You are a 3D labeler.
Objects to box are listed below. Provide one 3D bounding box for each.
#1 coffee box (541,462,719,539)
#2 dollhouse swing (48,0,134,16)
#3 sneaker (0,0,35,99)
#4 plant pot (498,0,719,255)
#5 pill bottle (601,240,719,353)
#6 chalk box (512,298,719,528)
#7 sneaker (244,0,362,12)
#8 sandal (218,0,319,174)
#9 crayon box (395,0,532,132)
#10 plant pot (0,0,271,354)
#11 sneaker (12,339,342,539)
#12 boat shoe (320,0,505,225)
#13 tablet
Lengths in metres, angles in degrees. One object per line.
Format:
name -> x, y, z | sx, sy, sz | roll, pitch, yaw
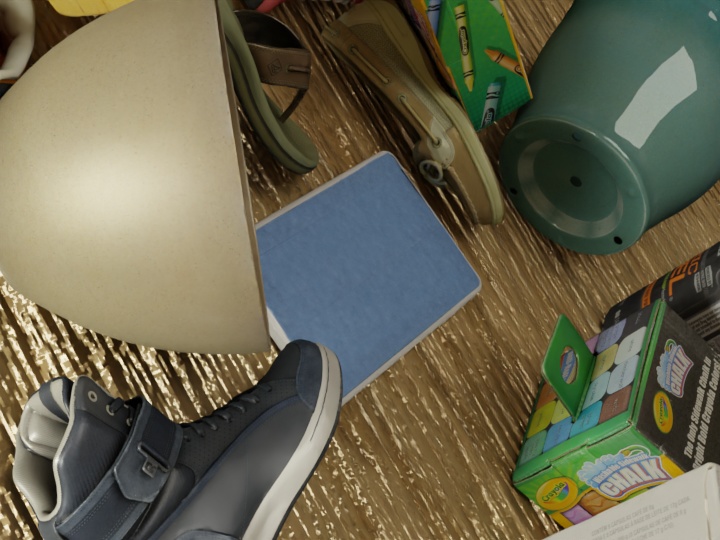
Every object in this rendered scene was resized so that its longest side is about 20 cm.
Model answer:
coffee box -> 0.209, 0.264, 0.680 | 0.196, 0.199, 0.202 | 23, 50, -28
dollhouse swing -> -0.229, -0.217, 0.683 | 0.183, 0.174, 0.201 | 61, 1, -37
sneaker -> -0.243, -0.090, 0.614 | 0.078, 0.079, 0.201 | 37, 47, -16
plant pot -> 0.214, -0.122, 0.950 | 0.200, 0.200, 0.188 | 47, 58, -5
pill bottle -> 0.292, 0.032, 0.899 | 0.105, 0.200, 0.107 | 21, 51, -29
chalk box -> 0.196, 0.118, 0.820 | 0.200, 0.124, 0.125 | 41, 45, -11
sneaker -> -0.018, -0.244, 0.906 | 0.087, 0.074, 0.201 | 46, 44, -9
sandal -> -0.062, -0.141, 0.748 | 0.080, 0.057, 0.202 | 63, -2, 45
crayon box -> 0.058, -0.216, 0.864 | 0.201, 0.058, 0.119 | 60, 2, -47
plant pot -> -0.128, -0.046, 0.626 | 0.132, 0.201, 0.203 | -9, 64, -3
sneaker -> -0.096, 0.081, 0.628 | 0.146, 0.077, 0.203 | 41, 45, -15
boat shoe -> 0.043, -0.116, 0.891 | 0.202, 0.063, 0.073 | 60, 0, 2
tablet -> 0.000, 0.000, 0.808 | 0.131, 0.014, 0.199 | 54, 44, 1
